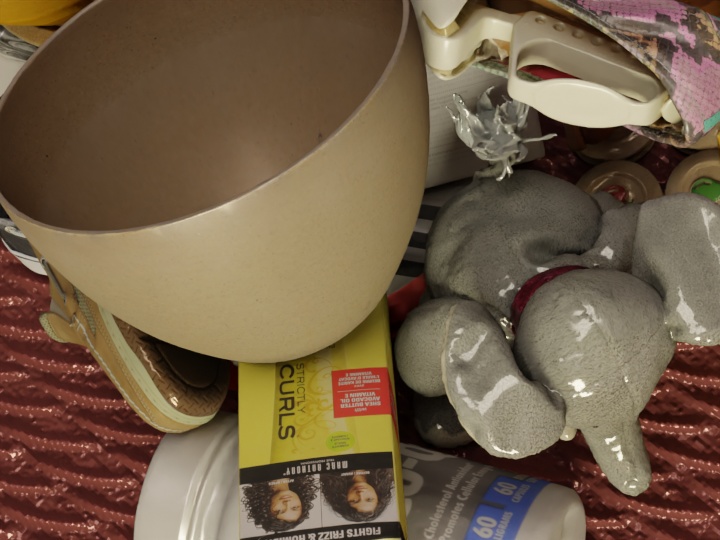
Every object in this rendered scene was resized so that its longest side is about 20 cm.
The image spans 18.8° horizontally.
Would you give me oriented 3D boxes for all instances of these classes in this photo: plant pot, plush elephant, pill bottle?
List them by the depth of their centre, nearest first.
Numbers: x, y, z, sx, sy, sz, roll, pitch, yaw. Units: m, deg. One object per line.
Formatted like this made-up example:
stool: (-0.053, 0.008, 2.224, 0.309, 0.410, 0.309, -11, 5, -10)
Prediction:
plant pot: (-0.050, -0.037, 0.976, 0.199, 0.135, 0.201, -15, 38, 13)
plush elephant: (0.099, 0.029, 1.003, 0.163, 0.201, 0.155, -23, 45, -2)
pill bottle: (-0.001, 0.135, 1.045, 0.198, 0.114, 0.115, 13, 73, 19)

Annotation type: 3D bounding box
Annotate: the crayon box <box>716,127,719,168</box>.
crayon box: (0.239, -0.029, 1.026, 0.199, 0.127, 0.051, 34, 84, 19)

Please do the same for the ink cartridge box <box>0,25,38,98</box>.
ink cartridge box: (-0.201, -0.110, 1.196, 0.068, 0.116, 0.201, 34, 81, 25)

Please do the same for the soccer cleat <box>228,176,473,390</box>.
soccer cleat: (0.000, 0.000, 1.129, 0.199, 0.069, 0.086, -25, 56, 1)

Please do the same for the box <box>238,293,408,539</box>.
box: (-0.018, 0.070, 0.995, 0.074, 0.050, 0.201, -6, 40, 3)

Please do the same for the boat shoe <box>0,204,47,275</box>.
boat shoe: (-0.108, -0.037, 1.168, 0.198, 0.068, 0.072, 0, 69, 16)

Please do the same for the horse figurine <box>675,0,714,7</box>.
horse figurine: (0.142, -0.167, 1.027, 0.132, 0.200, 0.050, 25, 120, 11)

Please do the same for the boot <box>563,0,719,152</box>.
boot: (0.185, -0.147, 1.119, 0.154, 0.077, 0.202, 9, 65, 14)

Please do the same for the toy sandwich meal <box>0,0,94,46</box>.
toy sandwich meal: (-0.156, -0.204, 1.071, 0.204, 0.070, 0.207, 5, 98, 39)

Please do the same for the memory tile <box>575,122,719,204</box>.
memory tile: (0.180, -0.109, 1.146, 0.152, 0.017, 0.202, -6, 67, 13)

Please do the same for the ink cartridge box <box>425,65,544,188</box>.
ink cartridge box: (0.022, -0.141, 1.076, 0.103, 0.201, 0.059, -14, 31, -1)

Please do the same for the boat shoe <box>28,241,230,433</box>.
boat shoe: (-0.127, 0.012, 1.091, 0.076, 0.071, 0.201, -46, 48, 23)

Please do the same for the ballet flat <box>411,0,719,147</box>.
ballet flat: (0.073, -0.106, 0.972, 0.199, 0.069, 0.071, 22, 50, 18)
